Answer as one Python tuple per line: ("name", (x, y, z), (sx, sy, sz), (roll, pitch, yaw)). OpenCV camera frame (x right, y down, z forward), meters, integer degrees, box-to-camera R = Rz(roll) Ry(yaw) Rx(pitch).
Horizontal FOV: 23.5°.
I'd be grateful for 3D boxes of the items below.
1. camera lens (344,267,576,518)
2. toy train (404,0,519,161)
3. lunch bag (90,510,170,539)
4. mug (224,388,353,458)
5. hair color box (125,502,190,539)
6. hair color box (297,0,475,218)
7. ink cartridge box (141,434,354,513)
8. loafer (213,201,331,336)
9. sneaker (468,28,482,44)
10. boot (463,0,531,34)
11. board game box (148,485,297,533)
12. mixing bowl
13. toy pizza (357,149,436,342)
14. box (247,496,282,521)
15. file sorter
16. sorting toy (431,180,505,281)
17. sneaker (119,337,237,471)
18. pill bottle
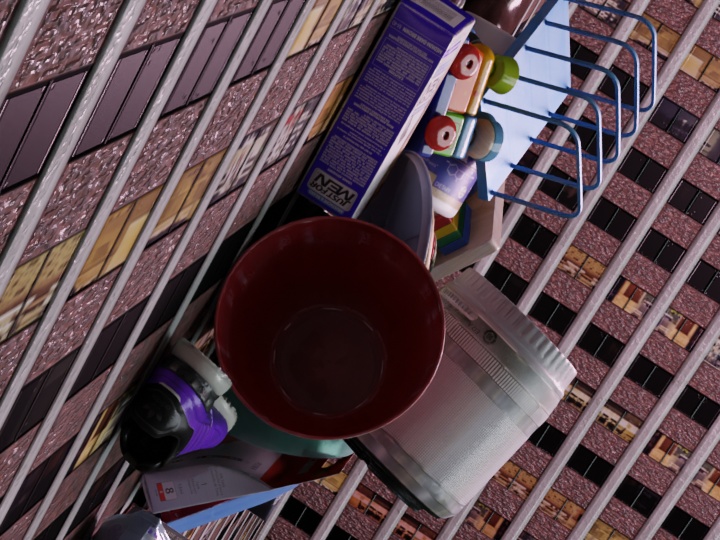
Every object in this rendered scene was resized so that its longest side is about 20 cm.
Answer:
("camera lens", (0.085, 0.119, 1.631), (0.200, 0.160, 0.160), (-46, 175, -1))
("toy train", (0.109, -0.204, 1.669), (0.115, 0.084, 0.202), (10, 103, -40))
("lunch bag", (-0.239, 0.336, 1.590), (0.170, 0.126, 0.201), (-57, 169, -41))
("mug", (-0.077, 0.103, 1.738), (0.152, 0.184, 0.116), (-6, 112, -60))
("hair color box", (-0.237, 0.345, 1.784), (0.201, 0.101, 0.061), (-63, 173, 35))
("hair color box", (0.024, -0.151, 1.577), (0.201, 0.064, 0.109), (-59, 176, 21))
("ink cartridge box", (-0.105, 0.187, 1.751), (0.198, 0.051, 0.162), (-16, -175, 13))
("loafer", (-0.067, 0.007, 1.622), (0.200, 0.063, 0.072), (-53, 173, -46))
("sneaker", (0.060, -0.160, 1.749), (0.201, 0.082, 0.071), (-59, 177, 11))
("boot", (0.158, -0.272, 2.004), (0.166, 0.072, 0.200), (-47, 167, -2))
("board game box", (-0.165, 0.244, 1.851), (0.198, 0.039, 0.158), (-19, 169, -9))
("mixing bowl", (-0.028, 0.064, 1.523), (0.201, 0.199, 0.109), (-56, 171, -17))
("toy pizza", (0.027, -0.015, 1.649), (0.200, 0.031, 0.202), (-46, -144, 49))
("box", (-0.088, 0.146, 1.968), (0.197, 0.117, 0.200), (-55, 176, -31))
("file sorter", (0.217, -0.172, 1.812), (0.200, 0.122, 0.140), (-52, 149, -35))
("sorting toy", (0.071, -0.067, 2.088), (0.199, 0.070, 0.200), (-27, -151, 25))
("sneaker", (-0.161, 0.126, 1.449), (0.100, 0.069, 0.200), (-50, 169, -16))
("pill bottle", (0.100, -0.171, 1.872), (0.201, 0.119, 0.120), (-60, 175, 5))
